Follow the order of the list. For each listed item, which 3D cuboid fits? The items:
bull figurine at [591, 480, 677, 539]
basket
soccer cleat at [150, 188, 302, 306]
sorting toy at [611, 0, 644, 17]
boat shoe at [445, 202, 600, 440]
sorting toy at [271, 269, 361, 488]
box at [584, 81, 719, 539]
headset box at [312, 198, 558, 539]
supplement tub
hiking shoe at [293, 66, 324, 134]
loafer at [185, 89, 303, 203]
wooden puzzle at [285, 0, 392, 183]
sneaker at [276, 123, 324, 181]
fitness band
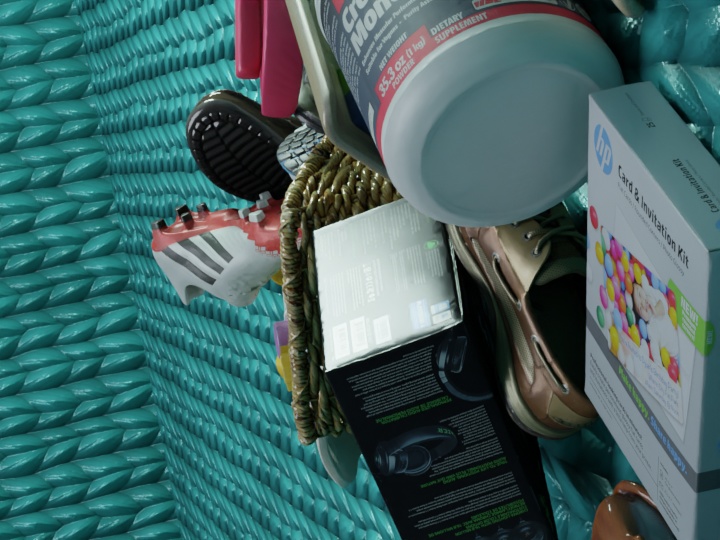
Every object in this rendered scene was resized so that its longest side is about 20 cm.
[{"bbox_3d":[0.169,0.222,1.329,0.121,0.065,0.201,-143,40,-66],"label":"bull figurine"},{"bbox_3d":[0.000,0.000,1.683,0.143,0.148,0.201,-121,22,-56],"label":"basket"},{"bbox_3d":[-0.085,-0.014,1.853,0.200,0.069,0.085,-5,112,41],"label":"soccer cleat"},{"bbox_3d":[0.104,-0.255,1.231,0.185,0.036,0.201,-119,21,-54],"label":"sorting toy"},{"bbox_3d":[0.109,-0.002,1.390,0.074,0.075,0.201,-27,80,60],"label":"boat shoe"},{"bbox_3d":[-0.020,0.074,1.852,0.180,0.106,0.201,-91,-3,-60],"label":"sorting toy"},{"bbox_3d":[0.163,0.027,1.224,0.156,0.041,0.201,-118,21,-51],"label":"box"},{"bbox_3d":[0.049,0.081,1.484,0.174,0.092,0.200,-96,-15,-60],"label":"headset box"},{"bbox_3d":[0.055,-0.135,1.325,0.141,0.140,0.200,91,162,-45],"label":"supplement tub"},{"bbox_3d":[-0.003,-0.192,1.733,0.101,0.076,0.200,-45,37,38],"label":"hiking shoe"},{"bbox_3d":[-0.069,-0.093,1.896,0.200,0.073,0.071,37,-145,-42],"label":"loafer"},{"bbox_3d":[0.033,-0.109,1.476,0.200,0.046,0.186,37,-156,-37],"label":"wooden puzzle"},{"bbox_3d":[-0.011,-0.084,1.809,0.200,0.075,0.087,-68,-43,-72],"label":"sneaker"},{"bbox_3d":[-0.063,-0.209,1.689,0.144,0.037,0.201,131,138,-72],"label":"fitness band"}]
